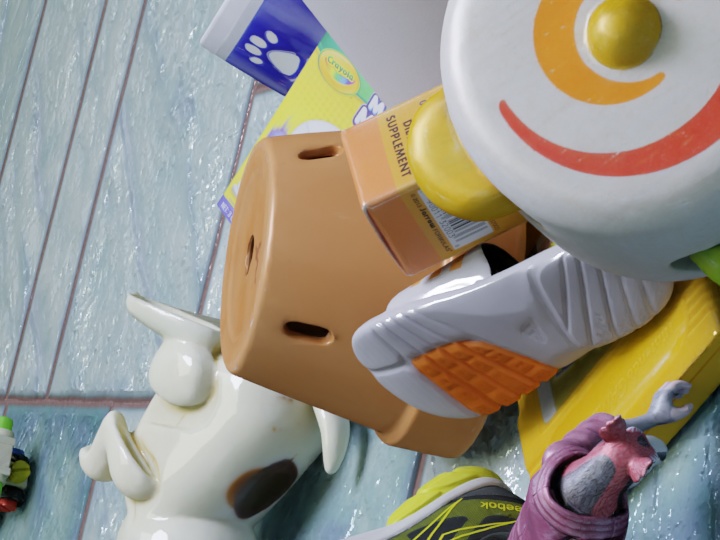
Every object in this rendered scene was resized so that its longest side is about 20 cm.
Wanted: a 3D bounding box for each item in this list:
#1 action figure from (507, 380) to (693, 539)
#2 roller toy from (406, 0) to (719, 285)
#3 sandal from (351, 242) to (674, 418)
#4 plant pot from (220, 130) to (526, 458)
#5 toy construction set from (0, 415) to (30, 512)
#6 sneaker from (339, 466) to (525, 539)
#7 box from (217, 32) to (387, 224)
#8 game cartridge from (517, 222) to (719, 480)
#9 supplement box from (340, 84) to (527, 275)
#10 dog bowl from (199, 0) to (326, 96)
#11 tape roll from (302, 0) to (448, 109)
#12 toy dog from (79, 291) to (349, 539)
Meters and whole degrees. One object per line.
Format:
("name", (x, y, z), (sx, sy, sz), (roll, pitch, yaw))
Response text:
("action figure", (0.092, 0.129, 1.236), (0.200, 0.148, 0.134), (104, 164, -48))
("roller toy", (0.133, -0.095, 1.201), (0.140, 0.200, 0.183), (34, -110, -67))
("sandal", (0.087, 0.017, 1.348), (0.206, 0.079, 0.059), (-24, 28, 40))
("plant pot", (0.000, 0.000, 1.487), (0.200, 0.140, 0.201), (-171, 90, -78))
("toy construction set", (-0.362, 0.172, 2.254), (0.200, 0.131, 0.092), (-17, 58, 63))
("sneaker", (0.021, 0.174, 1.346), (0.200, 0.075, 0.085), (-38, 34, -24))
("box", (-0.006, -0.070, 1.656), (0.117, 0.048, 0.200), (53, 128, 23))
("game cartridge", (0.133, 0.016, 1.363), (0.176, 0.032, 0.200), (-55, 28, 38))
("supplement box", (0.094, -0.076, 1.330), (0.200, 0.069, 0.067), (-24, 45, 8))
("dog bowl", (-0.023, -0.216, 1.728), (0.200, 0.079, 0.200), (-57, 5, 8))
("tape roll", (0.060, -0.193, 1.431), (0.202, 0.139, 0.203), (-30, 29, 19))
("toy dog", (-0.093, 0.140, 1.697), (0.194, 0.139, 0.200), (22, 95, 30))
